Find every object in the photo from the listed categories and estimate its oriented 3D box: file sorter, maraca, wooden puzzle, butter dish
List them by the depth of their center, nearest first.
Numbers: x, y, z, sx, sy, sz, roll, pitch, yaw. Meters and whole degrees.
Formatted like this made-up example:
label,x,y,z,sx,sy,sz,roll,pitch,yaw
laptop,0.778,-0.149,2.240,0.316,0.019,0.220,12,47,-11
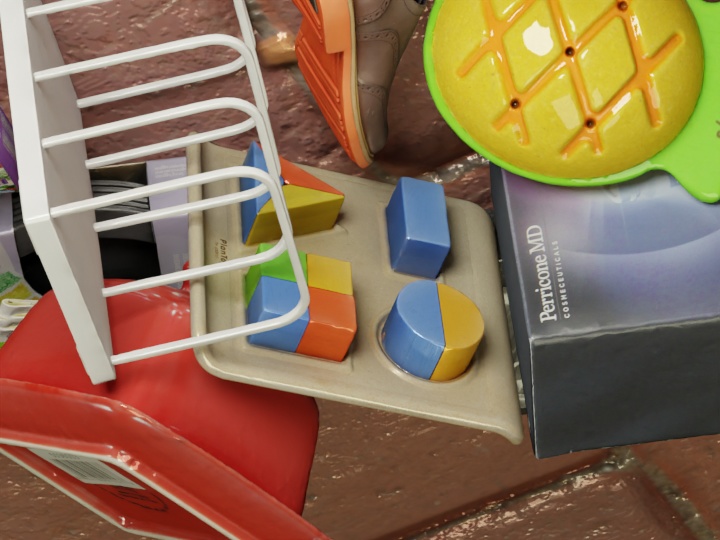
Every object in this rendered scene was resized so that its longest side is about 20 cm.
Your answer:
label,x,y,z,sx,sy,sz,roll,pitch,yaw
file sorter,-0.109,-0.071,1.494,0.124,0.200,0.139,-13,141,1
maraca,0.133,-0.109,1.532,0.199,0.107,0.138,14,96,3
wooden puzzle,0.000,0.000,1.585,0.199,0.186,0.046,16,129,-18
butter dish,-0.107,0.063,1.608,0.200,0.148,0.199,5,156,47

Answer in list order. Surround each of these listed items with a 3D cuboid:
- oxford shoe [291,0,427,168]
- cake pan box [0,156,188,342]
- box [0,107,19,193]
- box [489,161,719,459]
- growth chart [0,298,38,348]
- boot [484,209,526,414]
label,x,y,z,sx,sy,sz,roll,pitch,yaw
oxford shoe,0.007,-0.124,1.549,0.072,0.071,0.200,-26,153,-10
cake pan box,-0.155,0.012,1.706,0.184,0.052,0.200,-7,141,-4
box,-0.289,-0.060,1.551,0.199,0.039,0.137,-5,175,-3
box,0.179,-0.017,1.600,0.198,0.200,0.123,-8,142,1
growth chart,-0.167,0.061,1.713,0.199,0.018,0.145,2,141,-10
boot,0.136,0.025,1.739,0.199,0.070,0.132,1,130,8
